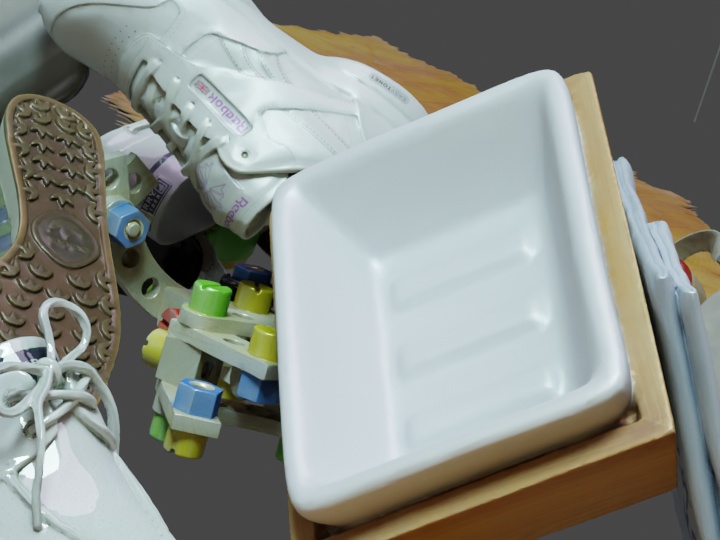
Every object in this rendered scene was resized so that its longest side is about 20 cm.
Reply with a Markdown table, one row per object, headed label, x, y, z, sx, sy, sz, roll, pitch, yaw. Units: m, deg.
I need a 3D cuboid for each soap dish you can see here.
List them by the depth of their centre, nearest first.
| label | x | y | z | sx | sy | sz | roll | pitch | yaw |
| --- | --- | --- | --- | --- | --- | --- | --- | --- | --- |
| soap dish | 0.044 | 0.025 | 0.839 | 0.081 | 0.157 | 0.201 | 52 | 22 | -42 |

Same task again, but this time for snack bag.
| label | x | y | z | sx | sy | sz | roll | pitch | yaw |
| --- | --- | --- | --- | --- | --- | --- | --- | --- | --- |
| snack bag | 0.139 | 0.062 | 0.884 | 0.021 | 0.189 | 0.200 | -13 | 15 | 5 |

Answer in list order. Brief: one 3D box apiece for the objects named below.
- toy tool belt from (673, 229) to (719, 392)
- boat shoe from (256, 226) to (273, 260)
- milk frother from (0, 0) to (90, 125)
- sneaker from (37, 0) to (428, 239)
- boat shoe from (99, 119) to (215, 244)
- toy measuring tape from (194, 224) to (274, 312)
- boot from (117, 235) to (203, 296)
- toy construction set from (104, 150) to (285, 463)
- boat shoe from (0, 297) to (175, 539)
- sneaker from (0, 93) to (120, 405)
| label | x | y | z | sx | sy | sz | roll | pitch | yaw |
| --- | --- | --- | --- | --- | --- | --- | --- | --- | --- |
| toy tool belt | 0.230 | 0.074 | 1.157 | 0.123 | 0.125 | 0.200 | 47 | -4 | -36 |
| boat shoe | -0.005 | 0.003 | 1.180 | 0.066 | 0.074 | 0.200 | 39 | 10 | -24 |
| milk frother | -0.246 | -0.132 | 0.957 | 0.180 | 0.200 | 0.188 | 32 | 46 | 16 |
| sneaker | -0.064 | -0.076 | 0.958 | 0.199 | 0.075 | 0.100 | 26 | 55 | 0 |
| boat shoe | -0.078 | -0.067 | 1.142 | 0.066 | 0.072 | 0.200 | 37 | 33 | 16 |
| toy measuring tape | -0.074 | -0.014 | 1.187 | 0.073 | 0.074 | 0.200 | 9 | 24 | -34 |
| boot | -0.204 | -0.054 | 1.161 | 0.188 | 0.069 | 0.200 | 8 | 14 | -35 |
| toy construction set | -0.075 | 0.025 | 0.967 | 0.131 | 0.092 | 0.200 | 7 | 27 | -39 |
| boat shoe | -0.124 | 0.052 | 0.749 | 0.202 | 0.086 | 0.074 | 32 | 19 | 36 |
| sneaker | -0.153 | 0.020 | 0.906 | 0.067 | 0.090 | 0.201 | 21 | 41 | -24 |
